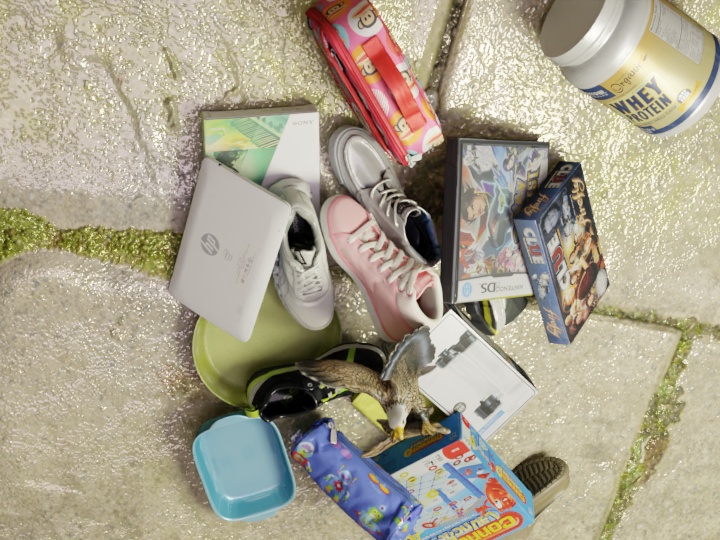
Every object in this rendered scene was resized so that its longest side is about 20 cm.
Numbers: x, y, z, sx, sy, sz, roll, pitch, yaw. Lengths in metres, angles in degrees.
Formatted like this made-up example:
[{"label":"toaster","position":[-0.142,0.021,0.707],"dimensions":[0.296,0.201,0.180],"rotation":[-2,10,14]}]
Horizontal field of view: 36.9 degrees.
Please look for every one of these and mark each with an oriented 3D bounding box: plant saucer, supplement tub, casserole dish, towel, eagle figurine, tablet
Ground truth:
[{"label":"plant saucer","position":[-0.123,0.088,1.416],"dimensions":[0.197,0.031,0.203],"rotation":[-6,115,-14]},{"label":"supplement tub","position":[0.334,-0.269,1.327],"dimensions":[0.198,0.145,0.145],"rotation":[26,104,-23]},{"label":"casserole dish","position":[-0.157,0.259,1.459],"dimensions":[0.119,0.039,0.202],"rotation":[-15,125,-3]},{"label":"towel","position":[0.079,0.211,1.535],"dimensions":[0.086,0.018,0.200],"rotation":[-47,115,1]},{"label":"eagle figurine","position":[0.033,0.141,1.328],"dimensions":[0.152,0.150,0.201],"rotation":[-43,125,-14]},{"label":"tablet","position":[-0.162,-0.023,1.306],"dimensions":[0.129,0.014,0.202],"rotation":[30,120,17]}]

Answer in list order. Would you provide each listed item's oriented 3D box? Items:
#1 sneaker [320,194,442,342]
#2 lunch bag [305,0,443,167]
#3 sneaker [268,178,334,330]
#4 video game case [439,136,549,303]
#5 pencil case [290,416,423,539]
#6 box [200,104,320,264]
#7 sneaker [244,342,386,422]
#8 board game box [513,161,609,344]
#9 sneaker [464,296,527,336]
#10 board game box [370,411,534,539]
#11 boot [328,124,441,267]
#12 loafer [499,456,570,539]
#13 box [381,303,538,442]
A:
[{"label":"sneaker","position":[0.035,-0.010,1.305],"dimensions":[0.075,0.104,0.202],"rotation":[-38,106,-39]},{"label":"lunch bag","position":[0.021,-0.222,1.242],"dimensions":[0.081,0.176,0.201],"rotation":[-33,117,0]},{"label":"sneaker","position":[-0.071,-0.008,1.325],"dimensions":[0.074,0.081,0.202],"rotation":[-17,118,-10]},{"label":"video game case","position":[0.172,-0.064,1.366],"dimensions":[0.179,0.025,0.203],"rotation":[-4,99,-42]},{"label":"pencil case","position":[-0.006,0.280,1.450],"dimensions":[0.200,0.078,0.087],"rotation":[42,130,14]},{"label":"box","position":[-0.121,-0.099,1.333],"dimensions":[0.142,0.036,0.203],"rotation":[-6,113,-13]},{"label":"sneaker","position":[-0.054,0.157,1.402],"dimensions":[0.197,0.083,0.073],"rotation":[-17,117,-9]},{"label":"board game box","position":[0.270,-0.022,1.427],"dimensions":[0.136,0.034,0.202],"rotation":[-48,129,-36]},{"label":"sneaker","position":[0.172,-0.018,1.441],"dimensions":[0.084,0.074,0.203],"rotation":[-24,113,-36]},{"label":"board game box","position":[0.113,0.320,1.533],"dimensions":[0.199,0.056,0.196],"rotation":[-31,118,21]},{"label":"boot","position":[0.039,-0.091,1.340],"dimensions":[0.073,0.095,0.201],"rotation":[-43,121,-13]},{"label":"loafer","position":[0.236,0.355,1.611],"dimensions":[0.199,0.076,0.067],"rotation":[-39,120,13]},{"label":"box","position":[0.138,0.137,1.490],"dimensions":[0.117,0.060,0.200],"rotation":[-43,116,8]}]
